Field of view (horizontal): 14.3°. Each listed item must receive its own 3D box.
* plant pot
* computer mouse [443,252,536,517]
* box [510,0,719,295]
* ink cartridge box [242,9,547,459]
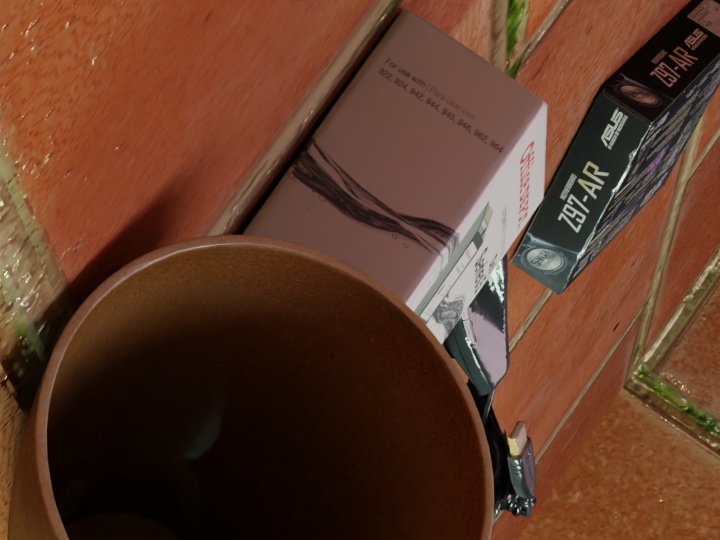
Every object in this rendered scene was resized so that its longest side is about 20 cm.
[{"bbox_3d":[-0.068,0.112,1.168,0.187,0.186,0.200,-49,180,-33],"label":"plant pot"},{"bbox_3d":[0.061,0.043,1.594,0.141,0.046,0.201,-108,-169,-51],"label":"computer mouse"},{"bbox_3d":[0.193,-0.092,2.023,0.200,0.043,0.161,-43,163,-51],"label":"box"},{"bbox_3d":[0.000,0.000,1.325,0.201,0.084,0.146,-54,169,-11],"label":"ink cartridge box"}]
